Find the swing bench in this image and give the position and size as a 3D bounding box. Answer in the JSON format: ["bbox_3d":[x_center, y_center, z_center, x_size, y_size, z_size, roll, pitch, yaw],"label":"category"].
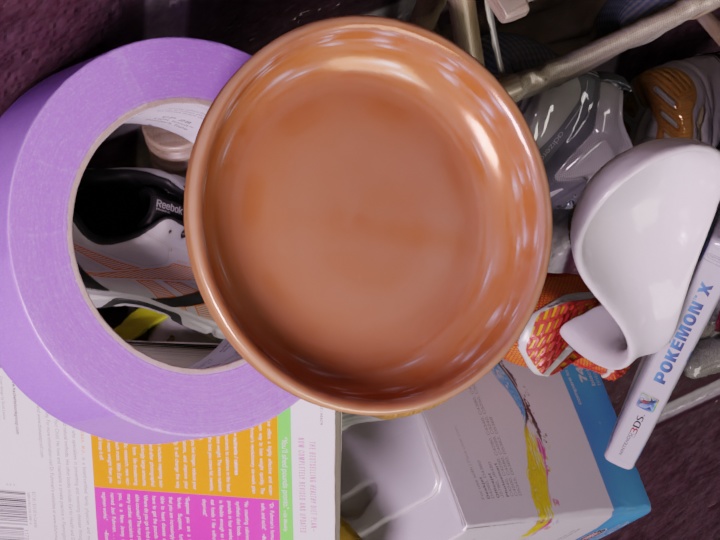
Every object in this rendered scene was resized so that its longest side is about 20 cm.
[{"bbox_3d":[0.126,-0.151,1.546,0.199,0.130,0.200,-24,145,-19],"label":"swing bench"}]

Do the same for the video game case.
[{"bbox_3d":[0.208,-0.003,1.723,0.200,0.022,0.182,-62,175,-51],"label":"video game case"}]

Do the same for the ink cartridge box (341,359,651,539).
[{"bbox_3d":[0.053,0.123,1.819,0.147,0.146,0.200,-33,160,35],"label":"ink cartridge box"}]

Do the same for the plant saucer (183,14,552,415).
[{"bbox_3d":[0.001,-0.027,1.427,0.200,0.200,0.037,-20,-176,-26],"label":"plant saucer"}]

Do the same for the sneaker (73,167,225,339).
[{"bbox_3d":[-0.088,-0.012,1.512,0.200,0.074,0.080,5,150,-20],"label":"sneaker"}]

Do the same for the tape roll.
[{"bbox_3d":[-0.098,-0.014,1.434,0.200,0.200,0.066,-16,-179,-32],"label":"tape roll"}]

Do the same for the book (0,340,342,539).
[{"bbox_3d":[-0.111,0.105,1.578,0.200,0.048,0.134,3,122,3],"label":"book"}]

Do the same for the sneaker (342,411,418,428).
[{"bbox_3d":[-0.012,0.056,1.650,0.200,0.076,0.088,-25,-170,4],"label":"sneaker"}]

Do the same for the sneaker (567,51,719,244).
[{"bbox_3d":[0.199,-0.060,1.813,0.088,0.076,0.200,-25,155,-32],"label":"sneaker"}]

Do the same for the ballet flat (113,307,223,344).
[{"bbox_3d":[-0.120,0.058,1.615,0.200,0.067,0.067,-32,124,21],"label":"ballet flat"}]

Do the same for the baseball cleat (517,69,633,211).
[{"bbox_3d":[0.101,-0.040,1.721,0.106,0.070,0.200,13,131,-22],"label":"baseball cleat"}]

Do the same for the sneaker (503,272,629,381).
[{"bbox_3d":[0.128,0.024,1.764,0.200,0.077,0.073,10,105,-60],"label":"sneaker"}]

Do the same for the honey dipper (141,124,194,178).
[{"bbox_3d":[-0.089,-0.035,1.588,0.038,0.038,0.200,-30,154,-9],"label":"honey dipper"}]

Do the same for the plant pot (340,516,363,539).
[{"bbox_3d":[-0.136,0.190,1.728,0.200,0.176,0.200,-17,147,-28],"label":"plant pot"}]

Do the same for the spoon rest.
[{"bbox_3d":[0.155,-0.005,1.588,0.099,0.061,0.200,-26,153,-18],"label":"spoon rest"}]

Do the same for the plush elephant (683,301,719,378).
[{"bbox_3d":[0.318,0.050,2.020,0.165,0.155,0.200,-48,149,22],"label":"plush elephant"}]
